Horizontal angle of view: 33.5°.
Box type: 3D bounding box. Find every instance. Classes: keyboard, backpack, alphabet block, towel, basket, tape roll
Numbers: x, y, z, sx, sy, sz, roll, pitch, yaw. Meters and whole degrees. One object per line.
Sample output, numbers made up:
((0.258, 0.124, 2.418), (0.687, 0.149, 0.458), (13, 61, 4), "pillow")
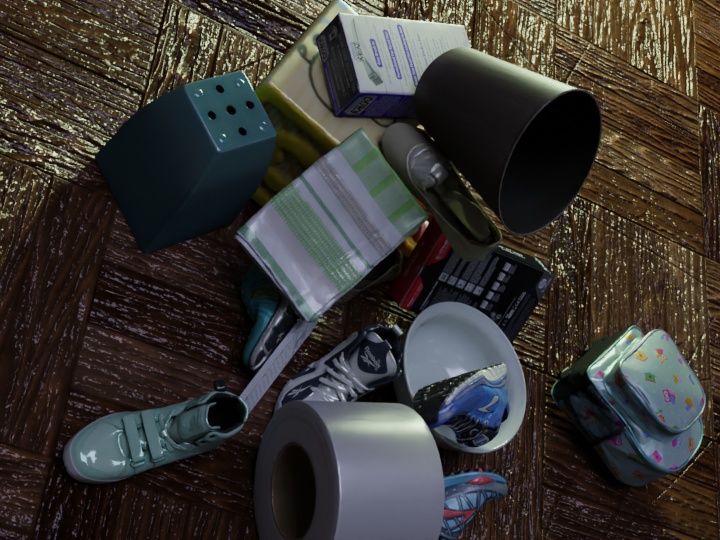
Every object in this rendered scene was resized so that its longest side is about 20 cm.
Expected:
((-0.099, 0.111, 1.456), (0.011, 0.057, 0.200), (24, 49, 16), "keyboard")
((0.395, 0.194, 1.685), (0.175, 0.153, 0.201), (-33, 93, -45), "backpack")
((-0.051, -0.191, 1.553), (0.195, 0.196, 0.201), (39, 51, -9), "alphabet block")
((-0.031, -0.051, 1.419), (0.200, 0.031, 0.150), (-40, 111, -4), "towel")
((0.161, -0.170, 1.393), (0.135, 0.182, 0.200), (-2, 33, -36), "basket")
((-0.017, 0.249, 1.343), (0.138, 0.202, 0.205), (5, 64, -32), "tape roll")

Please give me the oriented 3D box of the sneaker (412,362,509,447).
((0.132, 0.167, 1.425), (0.199, 0.078, 0.090), (-6, 78, -58), "sneaker")

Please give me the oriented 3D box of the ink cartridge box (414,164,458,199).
((0.071, -0.116, 1.572), (0.119, 0.200, 0.042), (-33, 91, -12), "ink cartridge box")

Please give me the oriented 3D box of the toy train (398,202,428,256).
((0.117, -0.055, 1.685), (0.150, 0.056, 0.201), (-28, 83, -39), "toy train")

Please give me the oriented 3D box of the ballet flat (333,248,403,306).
((0.000, 0.000, 1.550), (0.199, 0.046, 0.068), (-14, 74, -56), "ballet flat")

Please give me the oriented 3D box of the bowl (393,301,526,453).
((0.113, 0.150, 1.551), (0.200, 0.090, 0.203), (17, 58, -29), "bowl")

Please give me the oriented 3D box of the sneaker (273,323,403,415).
((-0.016, 0.128, 1.452), (0.199, 0.130, 0.080), (-33, 85, -40), "sneaker")

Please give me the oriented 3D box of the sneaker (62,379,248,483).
((-0.219, 0.172, 1.302), (0.199, 0.118, 0.074), (-11, 74, -36), "sneaker")

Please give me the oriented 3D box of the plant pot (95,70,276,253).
((-0.195, -0.140, 1.425), (0.141, 0.200, 0.142), (-22, 80, -39), "plant pot")

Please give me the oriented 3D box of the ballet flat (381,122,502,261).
((0.102, -0.098, 1.442), (0.200, 0.069, 0.070), (51, 49, -9), "ballet flat")

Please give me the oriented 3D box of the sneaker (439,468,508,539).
((0.099, 0.303, 1.488), (0.198, 0.079, 0.097), (-6, 79, -27), "sneaker")

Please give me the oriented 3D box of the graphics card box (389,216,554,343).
((0.152, 0.017, 1.616), (0.199, 0.126, 0.051), (20, 20, -28), "graphics card box")

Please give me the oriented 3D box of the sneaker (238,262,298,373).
((-0.114, 0.034, 1.486), (0.079, 0.078, 0.202), (10, 62, 9), "sneaker")

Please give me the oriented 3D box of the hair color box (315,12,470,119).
((0.051, -0.250, 1.483), (0.198, 0.065, 0.110), (-2, 69, -36), "hair color box")
